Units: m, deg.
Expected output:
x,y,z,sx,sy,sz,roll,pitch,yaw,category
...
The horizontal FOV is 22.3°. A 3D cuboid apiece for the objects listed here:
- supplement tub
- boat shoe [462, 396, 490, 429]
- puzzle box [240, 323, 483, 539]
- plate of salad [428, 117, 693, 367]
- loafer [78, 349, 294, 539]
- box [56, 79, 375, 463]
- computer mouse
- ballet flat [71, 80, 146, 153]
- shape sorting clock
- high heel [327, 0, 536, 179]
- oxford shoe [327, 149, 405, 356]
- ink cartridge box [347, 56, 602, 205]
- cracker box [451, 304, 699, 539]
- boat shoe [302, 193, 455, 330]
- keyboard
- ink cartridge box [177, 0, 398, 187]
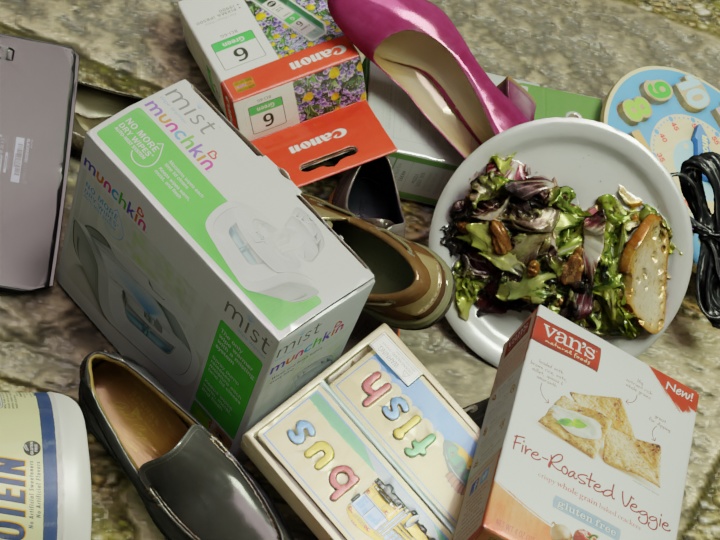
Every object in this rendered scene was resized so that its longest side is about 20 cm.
x,y,z,sx,sy,sz,roll,pitch,yaw,category
-0.273,0.148,1.126,0.198,0.145,0.146,1,56,-16,supplement tub
0.070,0.136,1.297,0.199,0.071,0.064,-21,32,-20,boat shoe
0.031,0.148,1.218,0.133,0.025,0.200,-38,78,-23,puzzle box
0.150,-0.012,1.360,0.199,0.201,0.048,20,10,-2,plate of salad
-0.122,0.132,1.219,0.200,0.072,0.073,41,77,17,loafer
-0.104,0.004,1.260,0.096,0.177,0.200,-33,71,-33,box
0.193,-0.011,1.410,0.198,0.053,0.140,-10,100,3,computer mouse
-0.207,-0.121,1.395,0.199,0.046,0.068,17,51,-4,ballet flat
0.278,-0.081,1.488,0.199,0.039,0.201,21,50,-27,shape sorting clock
0.053,-0.137,1.381,0.200,0.067,0.096,36,40,-23,high heel
0.000,0.000,1.359,0.071,0.073,0.201,6,55,-13,oxford shoe
0.092,-0.103,1.468,0.199,0.059,0.104,11,54,-10,ink cartridge box
0.144,0.135,1.208,0.133,0.058,0.201,28,45,-9,cracker box
-0.029,-0.018,1.303,0.199,0.074,0.076,16,83,22,boat shoe
-0.276,-0.082,1.334,0.126,0.021,0.201,10,69,-17,keyboard
-0.058,-0.153,1.419,0.108,0.051,0.200,-21,48,-10,ink cartridge box
